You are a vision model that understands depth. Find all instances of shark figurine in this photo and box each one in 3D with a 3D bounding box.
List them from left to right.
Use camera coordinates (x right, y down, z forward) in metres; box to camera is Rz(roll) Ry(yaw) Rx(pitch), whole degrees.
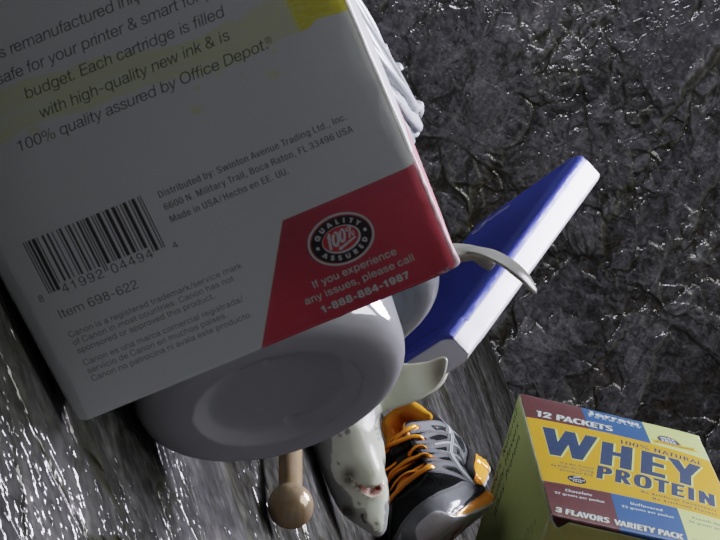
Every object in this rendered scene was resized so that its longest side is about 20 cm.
[{"bbox_3d":[0.004,0.041,1.314,0.128,0.215,0.089,39,-29,-13],"label":"shark figurine"}]

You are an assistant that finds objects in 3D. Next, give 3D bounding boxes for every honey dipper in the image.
[{"bbox_3d":[-0.036,0.074,1.133,0.200,0.038,0.038,-96,164,-61],"label":"honey dipper"}]

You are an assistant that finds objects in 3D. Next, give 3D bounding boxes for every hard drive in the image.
[{"bbox_3d":[0.075,0.012,1.477,0.025,0.132,0.200,45,49,-7],"label":"hard drive"}]

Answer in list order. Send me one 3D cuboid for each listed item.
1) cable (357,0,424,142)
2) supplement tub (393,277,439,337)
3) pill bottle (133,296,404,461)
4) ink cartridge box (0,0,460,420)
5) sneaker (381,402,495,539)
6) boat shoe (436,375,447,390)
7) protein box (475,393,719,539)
[{"bbox_3d":[-0.025,-0.167,1.560,0.200,0.069,0.200,58,6,-12],"label":"cable"},{"bbox_3d":[-0.042,-0.055,1.082,0.123,0.122,0.201,61,10,-57],"label":"supplement tub"},{"bbox_3d":[-0.058,-0.031,0.897,0.111,0.110,0.201,60,10,-58],"label":"pill bottle"},{"bbox_3d":[-0.071,-0.073,0.732,0.083,0.145,0.201,-102,170,-63],"label":"ink cartridge box"},{"bbox_3d":[0.040,0.143,1.475,0.077,0.078,0.200,52,5,-5],"label":"sneaker"},{"bbox_3d":[0.002,-0.001,1.548,0.066,0.074,0.200,68,-1,-85],"label":"boat shoe"},{"bbox_3d":[0.150,0.220,1.433,0.200,0.134,0.199,-95,-160,-72],"label":"protein box"}]
